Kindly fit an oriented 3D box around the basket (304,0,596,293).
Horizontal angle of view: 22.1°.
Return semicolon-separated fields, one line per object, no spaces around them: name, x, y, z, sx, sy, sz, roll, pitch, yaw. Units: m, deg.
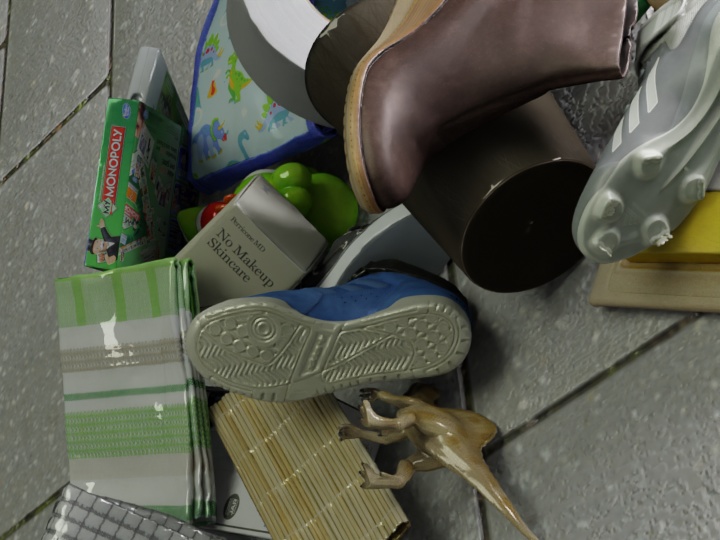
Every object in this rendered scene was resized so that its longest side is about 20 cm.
basket;0.076;-0.089;1.288;0.136;0.180;0.200;-64;38;29

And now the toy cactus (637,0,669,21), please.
toy cactus;0.194;-0.220;1.287;0.200;0.102;0.165;-51;43;1

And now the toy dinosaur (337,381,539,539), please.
toy dinosaur;0.048;0.113;1.232;0.200;0.101;0.058;-130;41;-58

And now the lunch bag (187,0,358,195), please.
lunch bag;-0.057;-0.165;1.543;0.170;0.127;0.201;-21;40;46

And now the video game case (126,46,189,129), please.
video game case;-0.182;-0.066;1.611;0.022;0.200;0.183;7;66;11

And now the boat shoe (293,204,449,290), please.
boat shoe;0.000;0.000;1.407;0.200;0.070;0.066;-49;36;32

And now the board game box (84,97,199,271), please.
board game box;-0.174;-0.058;1.523;0.029;0.200;0.135;7;86;11

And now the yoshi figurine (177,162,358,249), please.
yoshi figurine;-0.069;-0.032;1.520;0.112;0.113;0.200;-32;1;-31

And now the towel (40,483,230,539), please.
towel;-0.149;0.261;1.308;0.086;0.199;0.166;134;158;-70

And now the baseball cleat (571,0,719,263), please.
baseball cleat;0.191;-0.095;1.158;0.200;0.070;0.106;-50;31;0

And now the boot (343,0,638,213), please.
boot;0.084;-0.123;1.173;0.166;0.072;0.201;-2;51;25

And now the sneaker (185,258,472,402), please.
sneaker;-0.019;0.041;1.311;0.111;0.199;0.077;-65;-32;-77

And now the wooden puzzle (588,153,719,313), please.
wooden puzzle;0.231;-0.063;1.157;0.200;0.037;0.186;0;67;54

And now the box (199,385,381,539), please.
box;-0.078;0.153;1.401;0.200;0.060;0.117;0;66;54

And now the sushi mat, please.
sushi mat;-0.040;0.139;1.296;0.096;0.012;0.200;-43;47;10

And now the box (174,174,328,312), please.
box;-0.123;0.023;1.435;0.200;0.082;0.068;-44;5;27

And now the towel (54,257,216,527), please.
towel;-0.177;0.097;1.394;0.149;0.031;0.201;-9;85;36

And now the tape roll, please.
tape roll;-0.003;-0.211;1.433;0.066;0.199;0.201;111;169;-62
